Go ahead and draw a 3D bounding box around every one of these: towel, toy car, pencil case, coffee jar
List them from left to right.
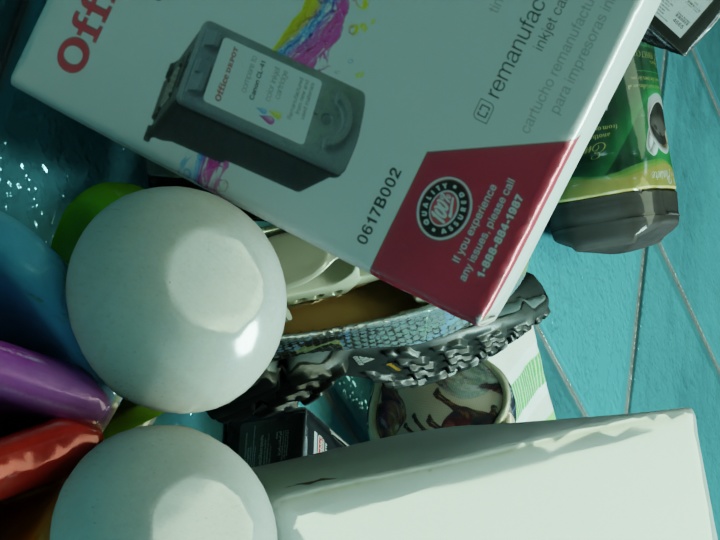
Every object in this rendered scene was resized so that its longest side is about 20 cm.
[{"bbox_3d":[-0.122,0.060,0.883,0.150,0.175,0.200,10,73,-25],"label":"toy car"},{"bbox_3d":[0.067,0.122,1.328,0.089,0.078,0.200,47,-9,37],"label":"pencil case"},{"bbox_3d":[0.092,0.070,1.507,0.153,0.023,0.200,-45,123,-63],"label":"towel"},{"bbox_3d":[0.164,-0.110,1.657,0.104,0.085,0.200,-1,82,-70],"label":"coffee jar"}]

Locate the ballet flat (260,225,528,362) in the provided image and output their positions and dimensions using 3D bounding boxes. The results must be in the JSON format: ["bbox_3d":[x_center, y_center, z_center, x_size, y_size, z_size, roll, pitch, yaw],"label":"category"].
[{"bbox_3d":[0.000,0.000,1.082,0.200,0.074,0.074,-17,100,-26],"label":"ballet flat"}]

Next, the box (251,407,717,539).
[{"bbox_3d":[0.022,0.158,0.993,0.200,0.199,0.171,-11,89,-27],"label":"box"}]

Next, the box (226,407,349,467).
[{"bbox_3d":[-0.017,0.188,1.180,0.159,0.046,0.200,44,43,-54],"label":"box"}]

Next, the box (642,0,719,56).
[{"bbox_3d":[0.118,-0.212,1.438,0.200,0.044,0.160,40,4,-9],"label":"box"}]

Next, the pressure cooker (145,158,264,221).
[{"bbox_3d":[-0.015,-0.124,1.033,0.176,0.179,0.200,-9,98,-52],"label":"pressure cooker"}]

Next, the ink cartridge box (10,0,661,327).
[{"bbox_3d":[-0.007,-0.087,0.899,0.148,0.200,0.086,-64,175,6],"label":"ink cartridge box"}]

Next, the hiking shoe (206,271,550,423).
[{"bbox_3d":[0.005,0.011,1.154,0.200,0.074,0.087,-8,72,-35],"label":"hiking shoe"}]
